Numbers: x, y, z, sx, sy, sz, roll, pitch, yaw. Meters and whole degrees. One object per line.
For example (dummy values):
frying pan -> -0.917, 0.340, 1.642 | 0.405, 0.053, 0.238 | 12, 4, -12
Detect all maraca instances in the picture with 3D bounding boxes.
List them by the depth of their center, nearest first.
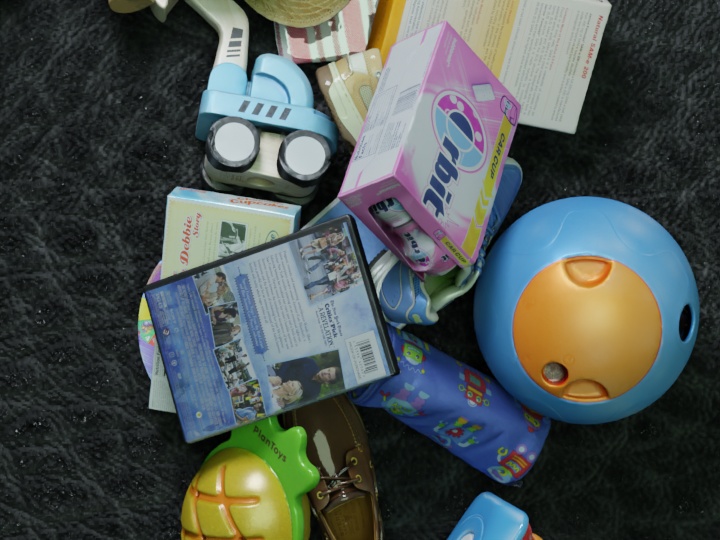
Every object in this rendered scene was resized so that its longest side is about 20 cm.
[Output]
maraca -> -0.096, 0.206, 1.572 | 0.137, 0.107, 0.201 | 37, 122, 29

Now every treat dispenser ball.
treat dispenser ball -> 0.200, 0.036, 1.586 | 0.199, 0.201, 0.203 | 0, 88, -7

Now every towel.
towel -> 0.011, -0.272, 1.664 | 0.198, 0.030, 0.148 | -7, 90, -6

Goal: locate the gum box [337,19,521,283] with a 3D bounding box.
gum box -> 0.060, -0.098, 1.511 | 0.113, 0.066, 0.201 | 44, 45, -28

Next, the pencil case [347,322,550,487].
pencil case -> 0.077, 0.121, 1.610 | 0.199, 0.087, 0.078 | 30, 45, -23

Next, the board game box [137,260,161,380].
board game box -> -0.104, 0.049, 1.630 | 0.199, 0.039, 0.159 | -16, 90, -8

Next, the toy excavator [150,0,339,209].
toy excavator -> -0.109, -0.173, 1.622 | 0.193, 0.100, 0.202 | 11, 73, -6

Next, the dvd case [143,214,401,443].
dvd case -> -0.078, 0.050, 1.525 | 0.199, 0.018, 0.144 | -19, 80, 13

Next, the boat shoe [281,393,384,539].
boat shoe -> -0.017, 0.186, 1.597 | 0.072, 0.068, 0.201 | -18, 107, -6

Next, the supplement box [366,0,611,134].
supplement box -> 0.113, -0.210, 1.621 | 0.198, 0.074, 0.127 | 10, 113, -12

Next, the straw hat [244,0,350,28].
straw hat -> -0.038, -0.325, 1.599 | 0.085, 0.200, 0.202 | -24, 91, -48

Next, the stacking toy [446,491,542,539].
stacking toy -> 0.168, 0.302, 1.636 | 0.199, 0.116, 0.110 | 35, 85, -18

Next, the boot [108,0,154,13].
boot -> -0.153, -0.324, 1.588 | 0.200, 0.071, 0.145 | -18, 66, 14

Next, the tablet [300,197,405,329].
tablet -> 0.000, 0.000, 1.637 | 0.200, 0.014, 0.130 | -42, 96, -21

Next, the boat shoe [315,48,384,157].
boat shoe -> 0.032, -0.102, 1.587 | 0.076, 0.072, 0.201 | -24, 116, 2

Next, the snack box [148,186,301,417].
snack box -> -0.121, 0.034, 1.581 | 0.115, 0.037, 0.202 | 9, 107, 6

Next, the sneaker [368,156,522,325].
sneaker -> 0.087, -0.021, 1.576 | 0.200, 0.077, 0.076 | -50, 131, -21
